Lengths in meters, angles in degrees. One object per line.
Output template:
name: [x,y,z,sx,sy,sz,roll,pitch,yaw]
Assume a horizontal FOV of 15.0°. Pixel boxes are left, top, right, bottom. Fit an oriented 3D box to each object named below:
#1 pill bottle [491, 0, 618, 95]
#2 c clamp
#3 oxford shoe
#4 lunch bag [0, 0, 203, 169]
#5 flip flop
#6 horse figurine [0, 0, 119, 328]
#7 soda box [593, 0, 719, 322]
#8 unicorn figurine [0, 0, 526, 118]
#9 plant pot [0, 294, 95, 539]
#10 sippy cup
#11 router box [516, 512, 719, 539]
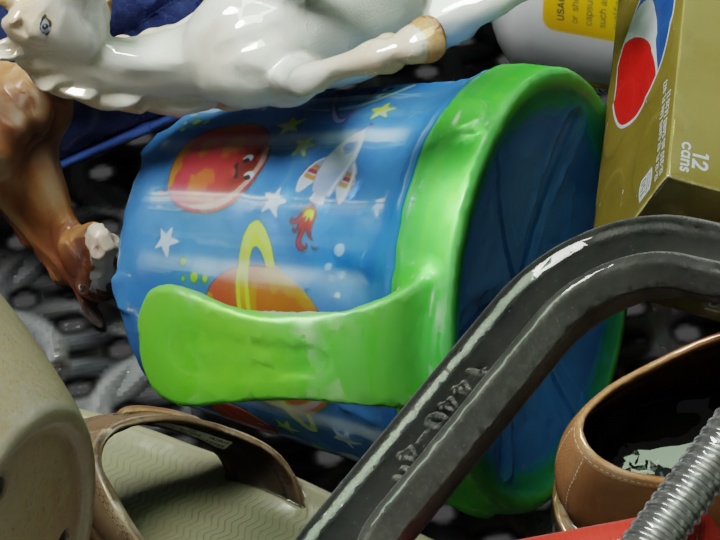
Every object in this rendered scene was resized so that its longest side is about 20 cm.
pill bottle: [0.115,-0.110,0.966,0.199,0.105,0.104,12,45,17]
c clamp: [0.061,0.061,0.689,0.170,0.027,0.200,4,48,46]
oxford shoe: [0.149,0.034,0.756,0.199,0.071,0.072,-20,60,-6]
lunch bag: [-0.076,-0.117,0.946,0.200,0.132,0.136,-20,27,47]
flip flop: [-0.055,0.073,0.815,0.199,0.058,0.081,16,46,25]
horse figurine: [-0.153,-0.075,0.895,0.199,0.133,0.050,27,59,9]
soda box: [0.118,-0.087,0.838,0.064,0.068,0.201,16,59,-10]
unicorn figurine: [-0.014,-0.080,0.807,0.199,0.074,0.137,-1,-10,-43]
plant pot: [-0.150,0.064,0.735,0.134,0.201,0.201,15,46,16]
sippy cup: [0.000,0.000,0.848,0.130,0.178,0.140,7,71,28]
router box: [-0.004,0.156,0.679,0.199,0.049,0.180,-13,38,23]
